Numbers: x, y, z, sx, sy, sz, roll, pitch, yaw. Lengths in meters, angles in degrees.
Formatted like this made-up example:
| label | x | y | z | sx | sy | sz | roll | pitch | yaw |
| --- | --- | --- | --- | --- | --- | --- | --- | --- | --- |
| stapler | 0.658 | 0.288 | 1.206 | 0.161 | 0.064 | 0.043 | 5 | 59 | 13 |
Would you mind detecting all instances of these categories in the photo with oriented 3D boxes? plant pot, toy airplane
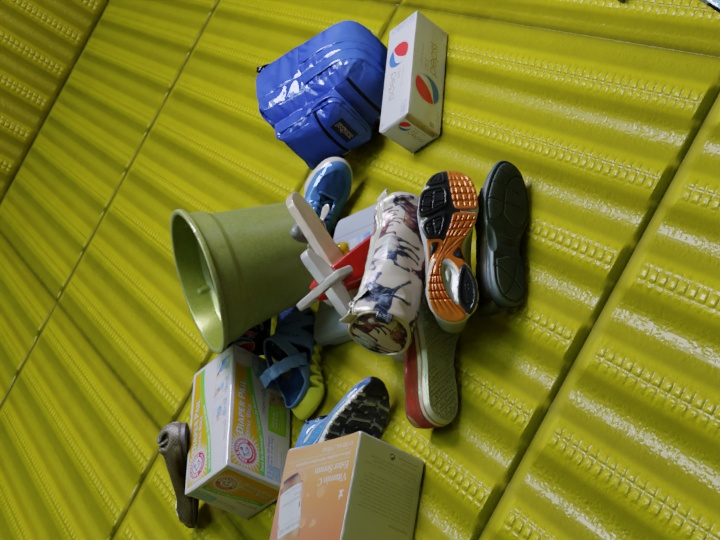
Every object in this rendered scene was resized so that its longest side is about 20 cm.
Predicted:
| label | x | y | z | sx | sy | sz | roll | pitch | yaw |
| --- | --- | --- | --- | --- | --- | --- | --- | --- | --- |
| plant pot | -0.143 | -0.010 | 1.719 | 0.201 | 0.182 | 0.203 | 52 | 151 | 44 |
| toy airplane | -0.016 | 0.010 | 1.617 | 0.141 | 0.197 | 0.203 | -41 | 38 | 48 |

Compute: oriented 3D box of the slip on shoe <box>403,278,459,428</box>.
| label | x | y | z | sx | sy | sz | roll | pitch | yaw |
| --- | --- | --- | --- | --- | --- | --- | --- | --- | --- |
| slip on shoe | 0.081 | 0.101 | 1.525 | 0.061 | 0.073 | 0.203 | -33 | 46 | 43 |

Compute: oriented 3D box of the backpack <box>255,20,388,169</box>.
| label | x | y | z | sx | sy | sz | roll | pitch | yaw |
| --- | --- | --- | --- | --- | --- | --- | --- | --- | --- |
| backpack | -0.035 | -0.263 | 1.910 | 0.199 | 0.162 | 0.170 | -31 | 49 | 21 |

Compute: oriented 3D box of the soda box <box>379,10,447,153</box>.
| label | x | y | z | sx | sy | sz | roll | pitch | yaw |
| --- | --- | --- | --- | --- | --- | --- | --- | --- | --- |
| soda box | 0.079 | -0.277 | 1.828 | 0.063 | 0.068 | 0.203 | -29 | 43 | 42 |

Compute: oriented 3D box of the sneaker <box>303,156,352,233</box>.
| label | x | y | z | sx | sy | sz | roll | pitch | yaw |
| --- | --- | --- | --- | --- | --- | --- | --- | --- | --- |
| sneaker | -0.061 | -0.064 | 1.857 | 0.202 | 0.076 | 0.111 | -59 | 24 | 14 |

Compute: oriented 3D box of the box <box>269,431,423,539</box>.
| label | x | y | z | sx | sy | sz | roll | pitch | yaw |
| --- | --- | --- | --- | --- | --- | --- | --- | --- | --- |
| box | -0.024 | 0.312 | 1.473 | 0.151 | 0.106 | 0.203 | -23 | 48 | 46 |

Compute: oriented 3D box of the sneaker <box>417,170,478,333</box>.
| label | x | y | z | sx | sy | sz | roll | pitch | yaw |
| --- | --- | --- | --- | --- | --- | --- | --- | --- | --- |
| sneaker | 0.103 | -0.020 | 1.504 | 0.092 | 0.074 | 0.203 | 89 | -176 | -67 |

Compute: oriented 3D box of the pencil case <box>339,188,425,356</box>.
| label | x | y | z | sx | sy | sz | roll | pitch | yaw |
| --- | --- | --- | --- | --- | --- | --- | --- | --- | --- |
| pencil case | 0.037 | -0.002 | 1.514 | 0.077 | 0.089 | 0.202 | -26 | 39 | 42 |

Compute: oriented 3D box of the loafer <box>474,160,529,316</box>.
| label | x | y | z | sx | sy | sz | roll | pitch | yaw |
| --- | --- | --- | --- | --- | --- | --- | --- | --- | --- |
| loafer | 0.161 | -0.039 | 1.518 | 0.063 | 0.071 | 0.203 | -34 | 42 | 47 |

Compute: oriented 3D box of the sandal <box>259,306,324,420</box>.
| label | x | y | z | sx | sy | sz | roll | pitch | yaw |
| --- | --- | --- | --- | --- | --- | --- | --- | --- | --- |
| sandal | -0.101 | 0.112 | 1.771 | 0.080 | 0.086 | 0.202 | -45 | 32 | 28 |

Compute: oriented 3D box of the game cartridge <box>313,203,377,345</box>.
| label | x | y | z | sx | sy | sz | roll | pitch | yaw |
| --- | --- | --- | --- | --- | --- | --- | --- | --- | --- |
| game cartridge | 0.000 | 0.000 | 1.759 | 0.133 | 0.041 | 0.203 | -26 | 46 | 51 |

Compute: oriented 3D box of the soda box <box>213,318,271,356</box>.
| label | x | y | z | sx | sy | sz | roll | pitch | yaw |
| --- | --- | --- | --- | --- | --- | --- | --- | --- | --- |
| soda box | -0.168 | 0.036 | 1.849 | 0.070 | 0.064 | 0.202 | -9 | 42 | 8 |

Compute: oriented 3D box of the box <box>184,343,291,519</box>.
| label | x | y | z | sx | sy | sz | roll | pitch | yaw |
| --- | --- | --- | --- | --- | --- | --- | --- | --- | --- |
| box | -0.170 | 0.226 | 1.757 | 0.101 | 0.112 | 0.202 | -36 | 40 | 35 |

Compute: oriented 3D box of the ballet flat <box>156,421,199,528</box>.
| label | x | y | z | sx | sy | sz | roll | pitch | yaw |
| --- | --- | --- | --- | --- | --- | --- | --- | --- | --- |
| ballet flat | -0.261 | 0.295 | 1.796 | 0.068 | 0.045 | 0.202 | -94 | 1 | -50 |

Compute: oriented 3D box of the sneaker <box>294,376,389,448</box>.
| label | x | y | z | sx | sy | sz | roll | pitch | yaw |
| --- | --- | --- | --- | --- | --- | --- | --- | --- | --- |
| sneaker | -0.039 | 0.208 | 1.609 | 0.201 | 0.078 | 0.090 | -51 | 34 | 18 |

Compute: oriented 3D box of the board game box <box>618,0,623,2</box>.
| label | x | y | z | sx | sy | sz | roll | pitch | yaw |
| --- | --- | --- | --- | --- | --- | --- | --- | --- | --- |
| board game box | 0.359 | -0.451 | 1.579 | 0.201 | 0.034 | 0.136 | -50 | 32 | 19 |

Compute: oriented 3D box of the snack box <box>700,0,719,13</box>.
| label | x | y | z | sx | sy | sz | roll | pitch | yaw |
| --- | --- | --- | --- | --- | --- | --- | --- | --- | --- |
| snack box | 0.396 | -0.380 | 1.434 | 0.117 | 0.037 | 0.200 | -53 | 42 | 14 |
